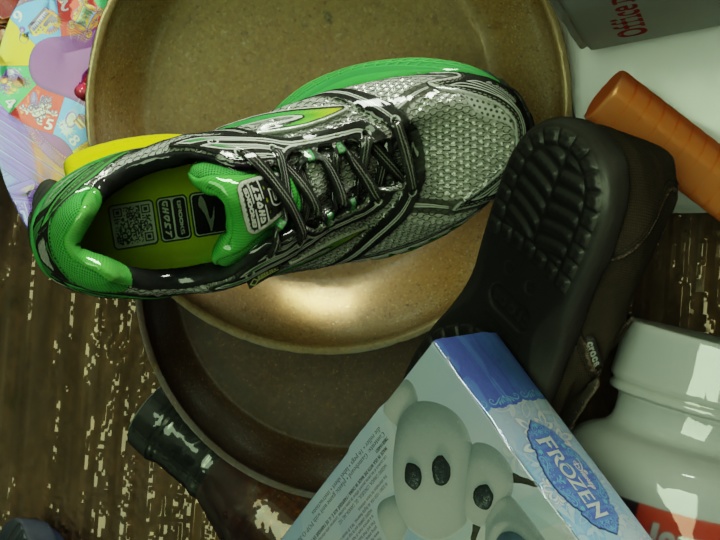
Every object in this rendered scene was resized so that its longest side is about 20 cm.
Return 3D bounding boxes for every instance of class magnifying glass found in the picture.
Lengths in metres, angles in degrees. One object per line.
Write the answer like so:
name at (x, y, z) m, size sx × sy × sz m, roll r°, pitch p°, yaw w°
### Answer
magnifying glass at (0.175, -0.012, 0.718) m, size 0.200 × 0.022 × 0.080 m, roll 37°, pitch 123°, yaw -9°

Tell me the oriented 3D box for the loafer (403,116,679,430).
loafer at (0.078, 0.028, 0.711) m, size 0.073 × 0.071 × 0.201 m, roll 53°, pitch 136°, yaw 33°

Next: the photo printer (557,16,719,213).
photo printer at (0.158, -0.127, 0.748) m, size 0.165 × 0.069 × 0.202 m, roll -11°, pitch 85°, yaw 17°

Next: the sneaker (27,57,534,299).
sneaker at (-0.026, -0.026, 0.671) m, size 0.199 × 0.085 × 0.079 m, roll -18°, pitch 103°, yaw -7°

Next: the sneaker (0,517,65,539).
sneaker at (-0.110, 0.200, 0.831) m, size 0.201 × 0.082 × 0.070 m, roll 60°, pitch 136°, yaw 29°

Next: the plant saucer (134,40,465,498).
plant saucer at (0.000, 0.000, 0.776) m, size 0.199 × 0.034 × 0.202 m, roll -2°, pitch 100°, yaw -10°

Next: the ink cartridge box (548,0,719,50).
ink cartridge box at (0.163, -0.149, 0.635) m, size 0.199 × 0.146 × 0.083 m, roll -9°, pitch 84°, yaw 13°

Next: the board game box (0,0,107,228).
board game box at (-0.068, -0.075, 0.794) m, size 0.198 × 0.039 × 0.159 m, roll -9°, pitch 95°, yaw -4°

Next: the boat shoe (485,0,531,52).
boat shoe at (0.030, -0.183, 0.782) m, size 0.067 × 0.072 × 0.201 m, roll -17°, pitch 78°, yaw -7°

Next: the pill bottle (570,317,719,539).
pill bottle at (0.125, 0.126, 0.727) m, size 0.111 × 0.111 × 0.201 m, roll 14°, pitch 92°, yaw 17°

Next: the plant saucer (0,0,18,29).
plant saucer at (-0.133, -0.214, 0.820) m, size 0.199 × 0.037 × 0.200 m, roll -38°, pitch 106°, yaw 16°

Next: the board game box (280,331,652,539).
board game box at (0.044, 0.164, 0.678) m, size 0.199 × 0.043 × 0.200 m, roll 54°, pitch 127°, yaw 25°

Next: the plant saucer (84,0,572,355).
plant saucer at (-0.013, -0.068, 0.728) m, size 0.199 × 0.035 × 0.202 m, roll -2°, pitch 100°, yaw -9°

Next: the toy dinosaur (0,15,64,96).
toy dinosaur at (-0.213, -0.087, 0.825) m, size 0.199 × 0.102 × 0.137 m, roll 18°, pitch 116°, yaw 16°

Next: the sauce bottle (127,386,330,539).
sauce bottle at (-0.020, 0.124, 0.800) m, size 0.200 × 0.066 × 0.066 m, roll 39°, pitch 99°, yaw 17°
